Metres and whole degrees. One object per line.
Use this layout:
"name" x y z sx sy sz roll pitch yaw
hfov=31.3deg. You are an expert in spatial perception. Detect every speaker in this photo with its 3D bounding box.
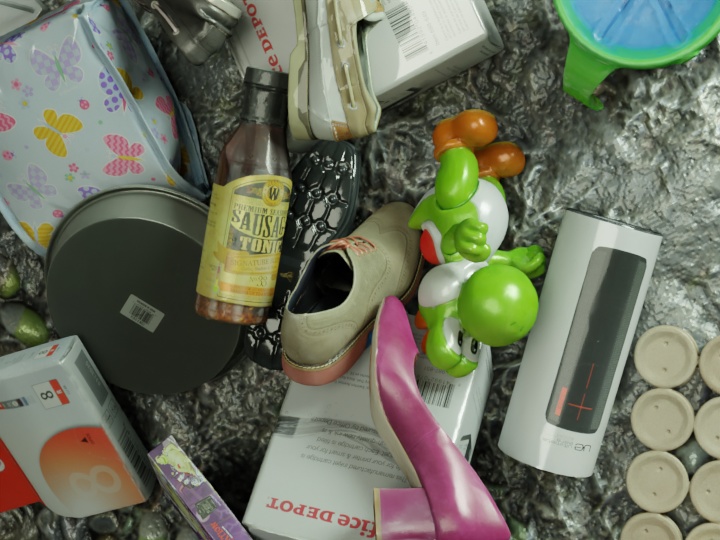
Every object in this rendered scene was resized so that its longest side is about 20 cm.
"speaker" 0.171 0.057 1.011 0.081 0.081 0.202 18 97 17

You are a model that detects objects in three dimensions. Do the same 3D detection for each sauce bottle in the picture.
"sauce bottle" -0.088 -0.059 1.020 0.065 0.066 0.202 11 99 17

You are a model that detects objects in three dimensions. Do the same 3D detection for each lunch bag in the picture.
"lunch bag" -0.244 -0.120 1.118 0.168 0.127 0.201 -22 110 17

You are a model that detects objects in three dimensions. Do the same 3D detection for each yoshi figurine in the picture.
"yoshi figurine" 0.099 -0.018 0.987 0.111 0.112 0.202 10 68 -8

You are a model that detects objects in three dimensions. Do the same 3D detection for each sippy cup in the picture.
"sippy cup" 0.218 -0.212 0.959 0.177 0.130 0.141 -22 86 18

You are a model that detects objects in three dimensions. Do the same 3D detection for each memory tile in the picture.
"memory tile" 0.285 0.148 1.009 0.152 0.017 0.202 5 93 18

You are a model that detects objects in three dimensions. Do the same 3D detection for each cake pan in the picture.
"cake pan" -0.182 0.025 1.103 0.198 0.037 0.202 4 119 8

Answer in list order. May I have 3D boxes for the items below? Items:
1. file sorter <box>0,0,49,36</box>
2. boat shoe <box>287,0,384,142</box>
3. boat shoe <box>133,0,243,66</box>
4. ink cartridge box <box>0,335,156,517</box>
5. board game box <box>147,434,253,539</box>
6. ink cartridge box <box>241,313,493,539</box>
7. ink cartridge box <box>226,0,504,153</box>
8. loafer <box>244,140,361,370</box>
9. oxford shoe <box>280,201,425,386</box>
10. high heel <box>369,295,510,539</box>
"file sorter" -0.417 -0.213 1.173 0.139 0.124 0.200 44 103 12
"boat shoe" -0.014 -0.200 0.985 0.068 0.075 0.202 3 100 13
"boat shoe" -0.167 -0.227 1.057 0.057 0.067 0.200 -56 44 6
"ink cartridge box" -0.304 0.155 1.148 0.198 0.050 0.163 -18 117 15
"board game box" -0.124 0.207 1.057 0.032 0.200 0.120 -41 79 -16
"ink cartridge box" 0.011 0.138 1.015 0.144 0.084 0.201 10 62 17
"ink cartridge box" -0.003 -0.204 1.057 0.199 0.085 0.147 -25 84 16
"loafer" -0.046 -0.014 1.084 0.068 0.070 0.202 19 95 13
"oxford shoe" 0.000 0.000 1.011 0.070 0.201 0.075 12 135 21
"high heel" 0.055 0.109 0.939 0.095 0.068 0.201 -1 56 -1
